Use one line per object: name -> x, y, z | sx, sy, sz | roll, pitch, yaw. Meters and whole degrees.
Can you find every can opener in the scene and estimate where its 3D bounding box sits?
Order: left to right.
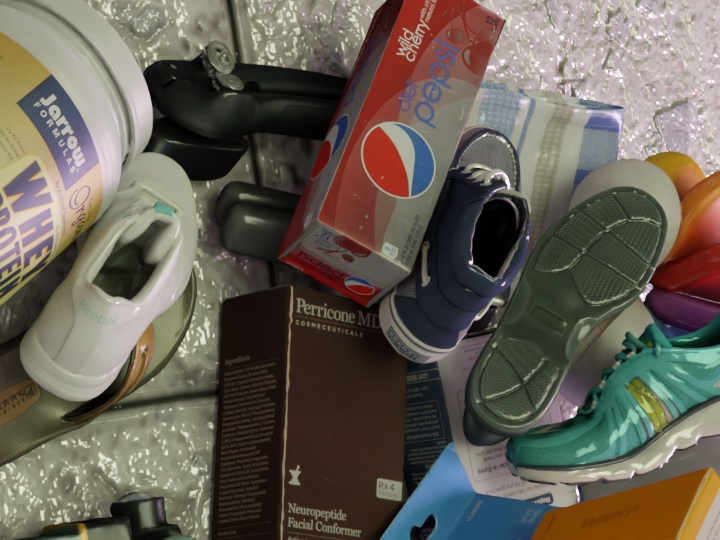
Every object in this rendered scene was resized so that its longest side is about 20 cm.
can opener -> -0.058, -0.103, 1.542 | 0.200, 0.079, 0.063 | -7, 55, -46
can opener -> 0.000, 0.000, 1.552 | 0.199, 0.067, 0.053 | 13, 30, -20

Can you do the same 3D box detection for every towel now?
towel -> 0.095, -0.051, 1.654 | 0.199, 0.024, 0.148 | 5, 97, -41

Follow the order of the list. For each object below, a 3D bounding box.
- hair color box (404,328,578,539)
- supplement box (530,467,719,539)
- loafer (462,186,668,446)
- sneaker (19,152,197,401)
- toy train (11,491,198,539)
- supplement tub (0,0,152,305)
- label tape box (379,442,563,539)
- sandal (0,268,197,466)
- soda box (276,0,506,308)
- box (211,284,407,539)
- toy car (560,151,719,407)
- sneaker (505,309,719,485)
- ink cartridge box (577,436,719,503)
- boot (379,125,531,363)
hair color box -> 0.084, 0.141, 1.608 | 0.100, 0.060, 0.201 | -11, 89, -39
supplement box -> 0.195, 0.226, 1.471 | 0.200, 0.126, 0.074 | 56, 39, -17
loafer -> 0.122, 0.029, 1.573 | 0.072, 0.063, 0.200 | 37, 63, 3
sneaker -> -0.122, -0.015, 1.389 | 0.075, 0.089, 0.200 | 29, 37, -9
toy train -> -0.139, 0.227, 1.391 | 0.114, 0.085, 0.201 | -4, 87, -28
supplement tub -> -0.218, -0.054, 1.329 | 0.200, 0.144, 0.145 | -45, 111, -36
label tape box -> 0.094, 0.218, 1.505 | 0.200, 0.066, 0.143 | 59, 40, -17
sandal -> -0.159, 0.045, 1.420 | 0.200, 0.054, 0.082 | -34, 104, -39
soda box -> 0.019, -0.082, 1.516 | 0.070, 0.063, 0.201 | 29, 58, -13
box -> -0.030, 0.117, 1.507 | 0.100, 0.075, 0.201 | 12, 72, -38
toy car -> 0.228, 0.022, 1.672 | 0.175, 0.150, 0.201 | 13, 86, -51
sneaker -> 0.176, 0.075, 1.569 | 0.199, 0.077, 0.080 | -24, 111, -15
ink cartridge box -> 0.230, 0.199, 1.661 | 0.068, 0.115, 0.200 | -99, 165, -54
boot -> 0.078, -0.034, 1.516 | 0.073, 0.090, 0.200 | 33, 44, -14
